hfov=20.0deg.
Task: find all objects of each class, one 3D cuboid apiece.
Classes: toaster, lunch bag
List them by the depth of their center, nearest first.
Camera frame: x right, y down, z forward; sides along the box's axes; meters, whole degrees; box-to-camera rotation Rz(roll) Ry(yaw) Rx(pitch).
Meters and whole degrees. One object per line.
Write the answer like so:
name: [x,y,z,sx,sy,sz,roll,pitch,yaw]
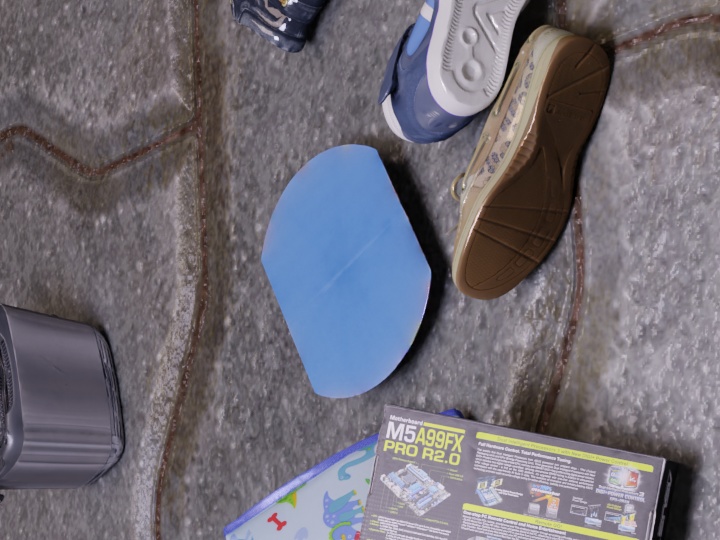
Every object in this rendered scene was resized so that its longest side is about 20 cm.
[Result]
lunch bag: [0.026,0.217,1.481,0.200,0.127,0.170,-36,51,9]
toaster: [-0.305,0.130,1.935,0.114,0.129,0.201,-42,52,43]

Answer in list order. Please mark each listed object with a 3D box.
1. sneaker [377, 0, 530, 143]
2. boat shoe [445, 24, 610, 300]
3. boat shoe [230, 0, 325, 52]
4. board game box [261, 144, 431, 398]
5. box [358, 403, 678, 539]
sneaker: [0.069,-0.191,1.520,0.146,0.080,0.201,-24,47,67]
boat shoe: [0.114,-0.076,1.455,0.063,0.073,0.201,36,102,56]
boat shoe: [-0.095,-0.267,1.758,0.200,0.071,0.091,46,117,44]
board game box: [0.000,0.000,1.621,0.158,0.039,0.201,-45,56,34]
box: [0.098,0.185,1.354,0.199,0.044,0.161,9,85,21]
